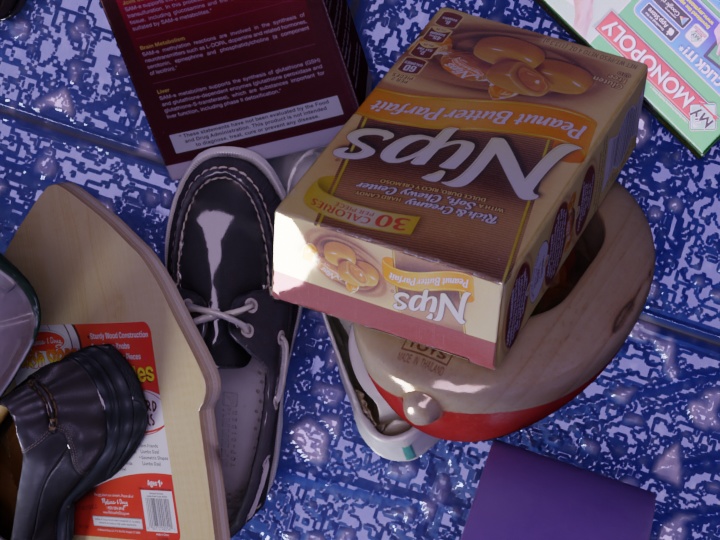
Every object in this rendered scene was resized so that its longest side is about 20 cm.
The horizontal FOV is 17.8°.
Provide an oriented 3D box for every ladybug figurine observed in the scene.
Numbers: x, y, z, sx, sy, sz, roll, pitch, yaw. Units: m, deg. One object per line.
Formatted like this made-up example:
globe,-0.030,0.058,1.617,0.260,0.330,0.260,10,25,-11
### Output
ladybug figurine,0.069,0.019,1.128,0.135,0.200,0.072,21,132,23

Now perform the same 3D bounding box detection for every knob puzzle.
knob puzzle,-0.127,0.055,1.156,0.219,0.030,0.222,14,109,46

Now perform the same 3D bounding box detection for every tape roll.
tape roll,0.072,0.189,1.101,0.084,0.200,0.202,17,91,4

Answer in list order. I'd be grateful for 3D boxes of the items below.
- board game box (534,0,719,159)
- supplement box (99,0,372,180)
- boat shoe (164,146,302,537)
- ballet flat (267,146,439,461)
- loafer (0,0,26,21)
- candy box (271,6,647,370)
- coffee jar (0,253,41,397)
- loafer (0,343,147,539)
board game box,0.149,-0.175,1.185,0.200,0.029,0.135,45,93,4
supplement box,-0.073,-0.151,1.122,0.108,0.061,0.201,-12,123,11
boat shoe,-0.070,0.040,1.158,0.073,0.060,0.202,8,108,4
ballet flat,0.000,0.000,1.178,0.069,0.069,0.202,-17,88,5
loafer,-0.214,-0.223,1.175,0.071,0.063,0.202,7,109,32
candy box,0.051,-0.045,1.105,0.115,0.200,0.056,17,130,18
coffee jar,-0.229,0.007,1.137,0.085,0.200,0.105,35,93,-29
loafer,-0.180,0.111,1.148,0.073,0.072,0.201,53,132,26
